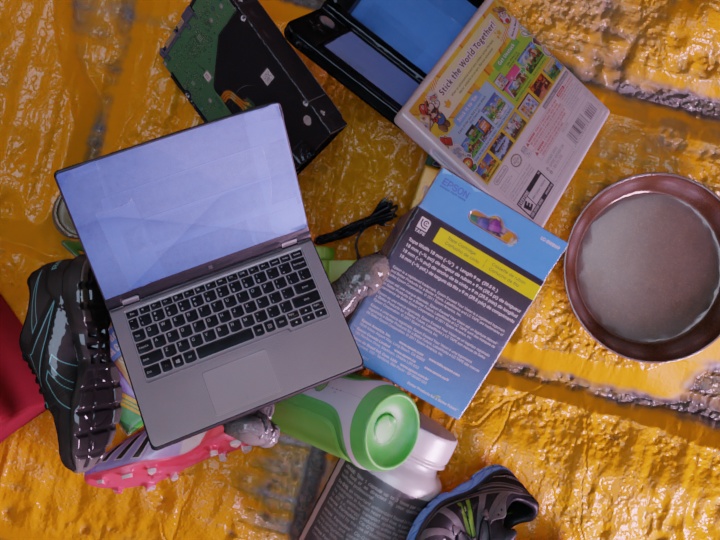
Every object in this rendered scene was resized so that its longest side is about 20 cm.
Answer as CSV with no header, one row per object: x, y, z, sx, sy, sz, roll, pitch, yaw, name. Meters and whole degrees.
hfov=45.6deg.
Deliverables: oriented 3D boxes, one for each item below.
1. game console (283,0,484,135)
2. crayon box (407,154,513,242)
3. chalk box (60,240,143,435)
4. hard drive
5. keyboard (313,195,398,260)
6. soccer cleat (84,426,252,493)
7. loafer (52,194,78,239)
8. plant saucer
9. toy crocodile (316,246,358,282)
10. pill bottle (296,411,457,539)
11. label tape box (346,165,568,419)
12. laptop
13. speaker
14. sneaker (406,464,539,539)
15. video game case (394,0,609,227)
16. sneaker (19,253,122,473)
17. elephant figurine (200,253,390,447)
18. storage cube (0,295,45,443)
0.049,-0.246,0.891,0.199,0.176,0.117,37,120,1,game console
0.103,-0.028,0.922,0.124,0.052,0.203,19,91,2,crayon box
-0.237,0.044,0.898,0.123,0.124,0.201,-34,91,2,chalk box
-0.117,-0.190,0.894,0.201,0.038,0.139,52,133,0,hard drive
0.000,0.000,0.906,0.198,0.021,0.129,-24,73,22,keyboard
-0.209,0.185,0.937,0.197,0.067,0.077,-19,59,7,soccer cleat
-0.243,-0.084,0.923,0.197,0.067,0.077,-17,90,2,loafer
0.315,-0.003,0.925,0.197,0.034,0.204,0,90,2,plant saucer
-0.082,0.007,0.902,0.197,0.062,0.069,4,86,27,toy crocodile
0.016,0.244,0.899,0.112,0.113,0.202,28,93,1,pill bottle
0.083,0.018,0.823,0.143,0.063,0.202,29,102,-7,label tape box
-0.115,0.004,0.682,0.185,0.116,0.202,-20,69,-12,laptop
-0.034,0.137,0.857,0.088,0.199,0.090,-7,101,-40,speaker
0.111,0.267,0.865,0.082,0.198,0.072,31,129,35,sneaker
0.150,-0.158,0.873,0.182,0.023,0.201,41,61,-8,video game case
-0.276,0.088,0.813,0.078,0.075,0.204,-3,85,16,sneaker
-0.093,0.047,0.789,0.154,0.141,0.202,28,81,-23,elephant figurine
-0.442,0.117,0.877,0.170,0.180,0.201,-38,89,2,storage cube
